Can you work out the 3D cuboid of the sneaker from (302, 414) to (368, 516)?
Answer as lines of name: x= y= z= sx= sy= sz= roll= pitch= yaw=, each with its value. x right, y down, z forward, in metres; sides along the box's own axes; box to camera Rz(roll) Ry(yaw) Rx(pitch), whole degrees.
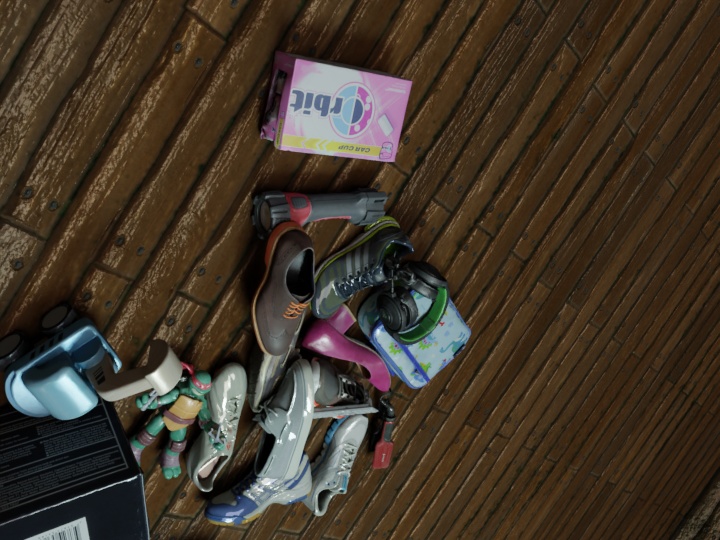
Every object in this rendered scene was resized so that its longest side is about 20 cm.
sneaker: x=-0.037 y=0.349 z=1.210 sx=0.074 sy=0.086 sz=0.202 roll=27 pitch=96 yaw=-39

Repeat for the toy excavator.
toy excavator: x=-0.323 y=0.124 z=0.808 sx=0.193 sy=0.200 sz=0.101 roll=-34 pitch=130 yaw=-14

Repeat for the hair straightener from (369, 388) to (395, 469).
hair straightener: x=0.037 y=0.279 z=1.237 sx=0.040 sy=0.078 sz=0.202 roll=-5 pitch=134 yaw=-6

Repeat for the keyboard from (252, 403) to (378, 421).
keyboard: x=-0.072 y=0.231 z=1.083 sx=0.196 sy=0.011 sz=0.056 roll=-7 pitch=155 yaw=10

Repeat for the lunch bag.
lunch bag: x=0.093 y=0.101 z=1.172 sx=0.160 sy=0.082 sz=0.201 roll=-40 pitch=130 yaw=-7

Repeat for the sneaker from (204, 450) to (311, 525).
sneaker: x=-0.173 y=0.357 z=1.138 sx=0.197 sy=0.075 sz=0.090 roll=-11 pitch=109 yaw=-38

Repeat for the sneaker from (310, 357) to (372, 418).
sneaker: x=-0.027 y=0.190 z=1.097 sx=0.200 sy=0.080 sz=0.079 roll=54 pitch=38 yaw=-64

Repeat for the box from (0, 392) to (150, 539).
box: x=-0.387 y=0.265 z=0.840 sx=0.197 sy=0.198 sz=0.125 roll=-13 pitch=124 yaw=-28

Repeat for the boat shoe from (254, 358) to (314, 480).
boat shoe: x=-0.119 y=0.229 z=1.016 sx=0.070 sy=0.070 sz=0.205 roll=3 pitch=110 yaw=-28

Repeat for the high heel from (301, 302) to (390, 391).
high heel: x=-0.021 y=0.152 z=1.121 sx=0.096 sy=0.067 sz=0.202 roll=-43 pitch=127 yaw=-19

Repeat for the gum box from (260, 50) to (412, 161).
gum box: x=-0.035 y=-0.219 z=0.914 sx=0.197 sy=0.066 sz=0.116 roll=0 pitch=113 yaw=-35

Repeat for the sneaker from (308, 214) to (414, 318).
sneaker: x=0.000 y=0.000 z=1.049 sx=0.200 sy=0.081 sz=0.074 roll=-46 pitch=131 yaw=-5

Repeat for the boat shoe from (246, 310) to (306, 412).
boat shoe: x=-0.124 y=0.127 z=1.028 sx=0.072 sy=0.075 sz=0.204 roll=8 pitch=111 yaw=-24

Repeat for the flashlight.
flashlight: x=-0.058 y=-0.084 z=0.979 sx=0.197 sy=0.067 sz=0.069 roll=-7 pitch=114 yaw=-37

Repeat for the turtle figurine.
turtle figurine: x=-0.258 y=0.210 z=0.968 sx=0.148 sy=0.101 sz=0.201 roll=30 pitch=113 yaw=-19

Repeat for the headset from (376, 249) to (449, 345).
headset: x=0.083 y=0.043 z=1.028 sx=0.124 sy=0.094 sz=0.201 roll=-45 pitch=137 yaw=-10

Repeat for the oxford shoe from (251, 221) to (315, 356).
oxford shoe: x=-0.103 y=0.040 z=0.924 sx=0.070 sy=0.072 sz=0.204 roll=-8 pitch=121 yaw=-31

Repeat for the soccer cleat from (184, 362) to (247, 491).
soccer cleat: x=-0.212 y=0.239 z=1.030 sx=0.068 sy=0.077 sz=0.203 roll=11 pitch=107 yaw=-38
